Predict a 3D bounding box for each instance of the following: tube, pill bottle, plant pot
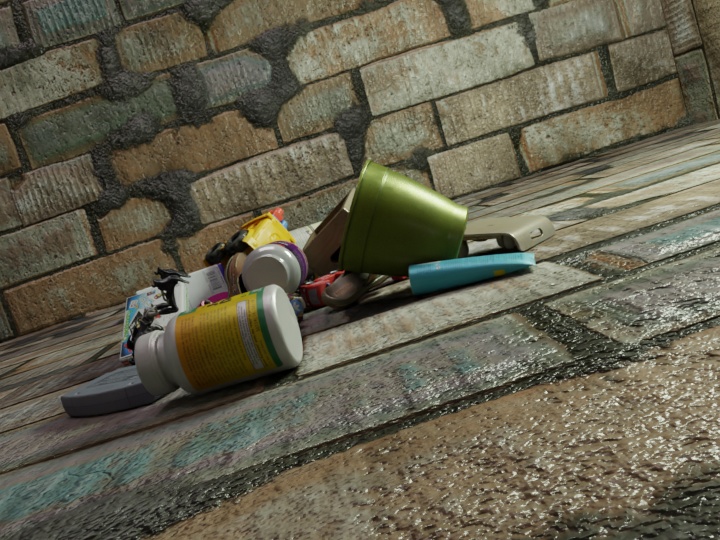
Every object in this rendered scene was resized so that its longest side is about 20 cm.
[{"bbox_3d":[0.178,-0.002,1.051,0.199,0.051,0.077,-11,18,14],"label":"tube"},{"bbox_3d":[-0.166,0.002,1.282,0.112,0.113,0.200,-17,5,3],"label":"pill bottle"},{"bbox_3d":[0.080,-0.070,1.144,0.192,0.202,0.200,15,10,4],"label":"plant pot"},{"bbox_3d":[-0.187,0.098,0.868,0.199,0.113,0.113,-17,7,6],"label":"pill bottle"}]

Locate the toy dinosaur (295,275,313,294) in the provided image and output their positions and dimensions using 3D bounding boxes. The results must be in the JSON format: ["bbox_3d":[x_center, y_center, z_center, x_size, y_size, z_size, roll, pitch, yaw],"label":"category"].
[{"bbox_3d":[-0.160,0.031,1.541,0.088,0.048,0.201,8,40,6],"label":"toy dinosaur"}]

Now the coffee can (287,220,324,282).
[{"bbox_3d":[-0.129,-0.044,1.704,0.199,0.147,0.146,-19,7,-16],"label":"coffee can"}]

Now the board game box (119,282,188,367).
[{"bbox_3d":[-0.409,0.106,1.316,0.126,0.035,0.200,-17,36,-3],"label":"board game box"}]

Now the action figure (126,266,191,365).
[{"bbox_3d":[-0.354,0.102,1.176,0.102,0.201,0.119,18,4,-22],"label":"action figure"}]

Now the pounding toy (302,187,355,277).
[{"bbox_3d":[-0.012,-0.072,1.444,0.200,0.142,0.184,-45,11,22],"label":"pounding toy"}]

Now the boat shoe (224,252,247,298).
[{"bbox_3d":[-0.241,0.029,1.381,0.068,0.072,0.201,-43,37,30],"label":"boat shoe"}]

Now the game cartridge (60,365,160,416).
[{"bbox_3d":[-0.350,0.175,0.996,0.199,0.041,0.133,-14,4,29],"label":"game cartridge"}]

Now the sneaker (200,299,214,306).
[{"bbox_3d":[-0.258,0.096,1.147,0.079,0.096,0.200,-23,7,-30],"label":"sneaker"}]

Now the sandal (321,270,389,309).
[{"bbox_3d":[0.000,0.000,1.230,0.080,0.054,0.200,20,42,32],"label":"sandal"}]

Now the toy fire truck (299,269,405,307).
[{"bbox_3d":[-0.007,0.019,1.314,0.199,0.049,0.141,-24,11,-38],"label":"toy fire truck"}]

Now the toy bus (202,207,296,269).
[{"bbox_3d":[-0.253,-0.061,1.571,0.199,0.136,0.193,-18,36,43],"label":"toy bus"}]

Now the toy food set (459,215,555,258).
[{"bbox_3d":[0.261,-0.060,1.290,0.199,0.061,0.143,1,17,43],"label":"toy food set"}]

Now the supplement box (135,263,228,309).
[{"bbox_3d":[-0.392,0.076,1.482,0.199,0.102,0.103,-20,-17,-26],"label":"supplement box"}]

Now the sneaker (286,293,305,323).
[{"bbox_3d":[-0.145,0.075,1.111,0.090,0.075,0.200,-22,7,6],"label":"sneaker"}]
